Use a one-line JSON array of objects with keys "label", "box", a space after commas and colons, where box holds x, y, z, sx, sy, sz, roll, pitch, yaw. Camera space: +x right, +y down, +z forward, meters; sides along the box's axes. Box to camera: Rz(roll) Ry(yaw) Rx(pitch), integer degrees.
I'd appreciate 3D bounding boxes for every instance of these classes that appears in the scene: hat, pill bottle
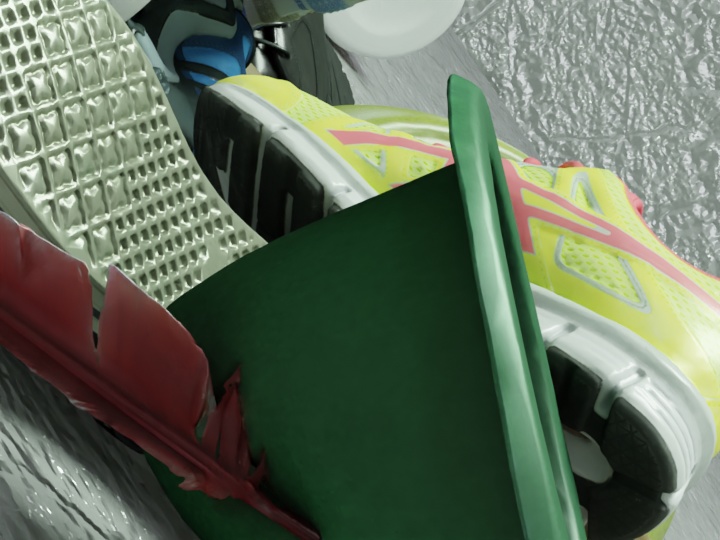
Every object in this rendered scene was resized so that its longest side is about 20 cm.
[{"label": "hat", "box": [-0.042, 0.048, 0.672, 0.166, 0.175, 0.201, 47, 31, -82]}, {"label": "pill bottle", "box": [-0.002, -0.236, 1.998, 0.110, 0.109, 0.200, 49, 9, -34]}]

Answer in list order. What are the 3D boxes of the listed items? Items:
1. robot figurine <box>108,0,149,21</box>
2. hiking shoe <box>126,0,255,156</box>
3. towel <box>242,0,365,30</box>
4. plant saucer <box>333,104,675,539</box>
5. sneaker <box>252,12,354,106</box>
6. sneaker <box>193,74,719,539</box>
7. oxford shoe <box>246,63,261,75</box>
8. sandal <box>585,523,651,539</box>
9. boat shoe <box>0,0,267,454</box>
[{"label": "robot figurine", "box": [-0.122, -0.145, 0.807, 0.200, 0.125, 0.150, 44, 12, -45]}, {"label": "hiking shoe", "box": [-0.068, -0.039, 0.945, 0.087, 0.074, 0.200, 63, 15, -8]}, {"label": "towel", "box": [-0.056, -0.137, 0.969, 0.147, 0.024, 0.200, 47, -13, -13]}, {"label": "plant saucer", "box": [0.035, 0.019, 0.995, 0.199, 0.031, 0.201, 20, 47, -23]}, {"label": "sneaker", "box": [-0.044, -0.108, 1.156, 0.091, 0.076, 0.201, -52, 130, -73]}, {"label": "sneaker", "box": [0.034, -0.001, 0.822, 0.200, 0.090, 0.078, 35, -39, 31]}, {"label": "oxford shoe", "box": [0.000, 0.000, 1.062, 0.200, 0.075, 0.070, 61, -15, 15]}, {"label": "sandal", "box": [0.017, 0.068, 0.852, 0.212, 0.069, 0.078, 49, -22, 45]}, {"label": "boat shoe", "box": [-0.073, -0.011, 0.750, 0.200, 0.062, 0.075, 53, 42, -46]}]
